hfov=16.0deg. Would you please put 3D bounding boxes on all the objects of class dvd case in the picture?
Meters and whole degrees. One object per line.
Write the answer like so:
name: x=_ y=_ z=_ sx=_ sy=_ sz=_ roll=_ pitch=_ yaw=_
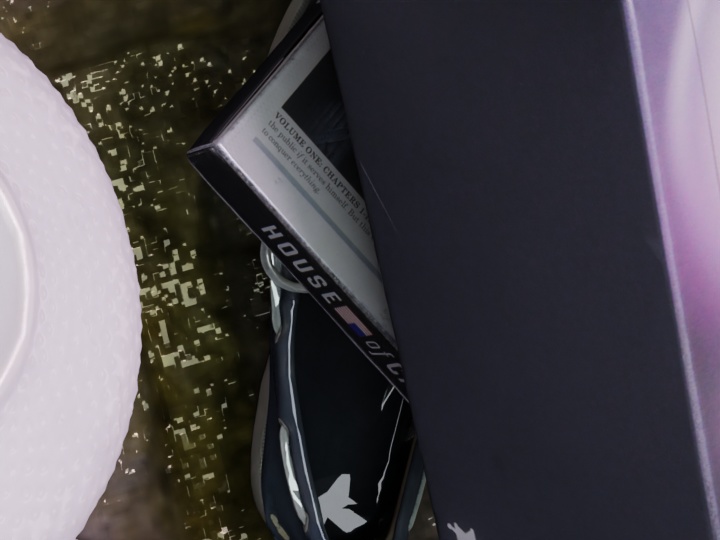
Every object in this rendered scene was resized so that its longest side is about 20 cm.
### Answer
dvd case: x=0.054 y=-0.051 z=0.807 sx=0.150 sy=0.025 sz=0.200 roll=48 pitch=61 yaw=-18

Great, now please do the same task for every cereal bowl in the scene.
cereal bowl: x=-0.141 y=0.008 z=0.659 sx=0.200 sy=0.083 sz=0.200 roll=7 pitch=77 yaw=-30

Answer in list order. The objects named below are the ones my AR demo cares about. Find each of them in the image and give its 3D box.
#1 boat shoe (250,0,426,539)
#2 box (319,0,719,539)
boat shoe: x=0.000 y=0.000 z=0.819 sx=0.075 sy=0.062 sz=0.200 roll=7 pitch=98 yaw=-19
box: x=0.113 y=-0.028 z=0.725 sx=0.198 sy=0.123 sz=0.200 roll=-30 pitch=118 yaw=-33
